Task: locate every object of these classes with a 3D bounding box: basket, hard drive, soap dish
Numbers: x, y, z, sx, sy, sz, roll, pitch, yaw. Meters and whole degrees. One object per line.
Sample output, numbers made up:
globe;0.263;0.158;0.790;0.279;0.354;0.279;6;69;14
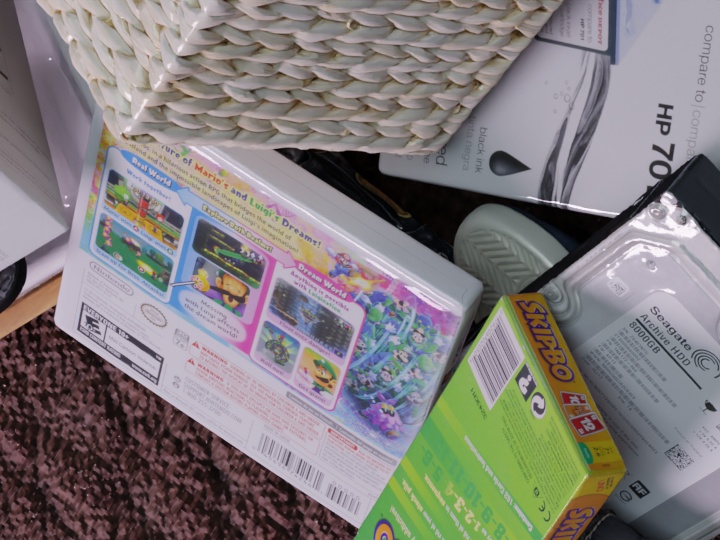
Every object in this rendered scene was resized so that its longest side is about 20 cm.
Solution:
basket;-0.033;-0.165;1.094;0.161;0.200;0.199;-53;55;34
hard drive;0.130;0.051;1.151;0.140;0.038;0.200;47;138;-3
soap dish;-0.190;-0.047;1.351;0.200;0.081;0.158;-31;79;17

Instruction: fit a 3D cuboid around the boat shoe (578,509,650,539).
boat shoe;0.111;0.200;1.201;0.063;0.073;0.201;16;123;29

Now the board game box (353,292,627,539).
board game box;0.051;0.109;1.170;0.200;0.030;0.096;-59;44;43

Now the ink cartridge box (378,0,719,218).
ink cartridge box;0.121;-0.098;1.169;0.199;0.086;0.147;12;98;31

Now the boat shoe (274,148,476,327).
boat shoe;0.000;0.000;1.274;0.200;0.091;0.071;40;102;16

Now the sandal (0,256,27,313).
sandal;-0.238;0.004;1.308;0.199;0.045;0.075;-12;78;35

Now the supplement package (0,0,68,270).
supplement package;-0.227;-0.091;1.234;0.114;0.110;0.200;-29;50;14

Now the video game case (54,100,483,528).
video game case;-0.049;0.016;1.225;0.200;0.024;0.182;33;139;13

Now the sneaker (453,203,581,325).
sneaker;0.135;0.030;1.222;0.200;0.085;0.075;41;139;4
